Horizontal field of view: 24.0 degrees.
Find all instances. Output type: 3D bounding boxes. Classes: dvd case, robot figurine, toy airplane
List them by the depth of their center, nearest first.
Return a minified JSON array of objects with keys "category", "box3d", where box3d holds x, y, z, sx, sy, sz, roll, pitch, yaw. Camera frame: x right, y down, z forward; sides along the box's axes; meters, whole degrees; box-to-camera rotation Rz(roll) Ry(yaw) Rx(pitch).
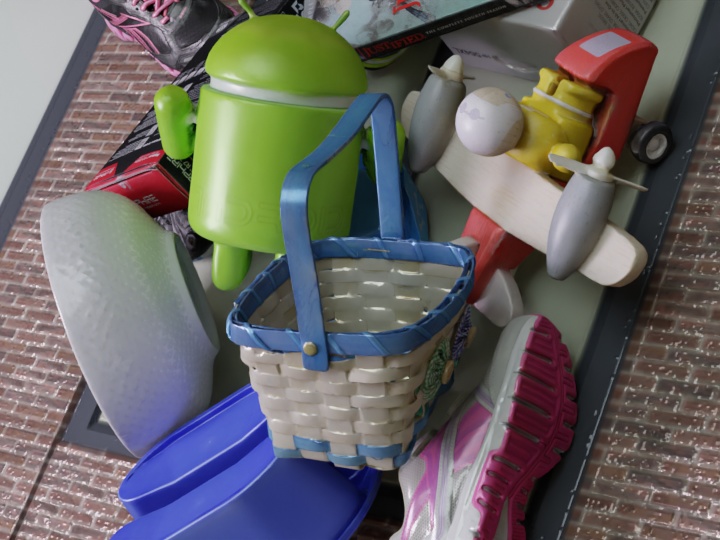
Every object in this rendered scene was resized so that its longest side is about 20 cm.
[{"category":"toy airplane","box3d":[0.100,-0.065,1.128,0.199,0.141,0.200,-13,55,32]},{"category":"robot figurine","box3d":[-0.057,-0.085,1.177,0.175,0.116,0.201,8,101,3]},{"category":"dvd case","box3d":[0.046,-0.230,1.241,0.199,0.022,0.147,-15,56,30]}]

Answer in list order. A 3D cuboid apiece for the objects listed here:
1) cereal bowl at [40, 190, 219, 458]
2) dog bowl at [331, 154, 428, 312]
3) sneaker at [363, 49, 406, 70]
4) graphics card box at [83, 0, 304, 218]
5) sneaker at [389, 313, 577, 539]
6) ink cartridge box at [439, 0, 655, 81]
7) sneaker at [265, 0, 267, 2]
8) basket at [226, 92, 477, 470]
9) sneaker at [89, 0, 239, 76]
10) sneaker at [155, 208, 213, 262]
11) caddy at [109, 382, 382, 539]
[{"category":"cereal bowl","box3d":[-0.157,0.031,1.242,0.083,0.200,0.201,-20,49,1]},{"category":"dog bowl","box3d":[0.000,0.000,1.230,0.111,0.050,0.201,-22,51,26]},{"category":"sneaker","box3d":[0.060,-0.240,1.307,0.200,0.074,0.081,-57,12,2]},{"category":"graphics card box","box3d":[-0.117,-0.126,1.317,0.125,0.051,0.200,-13,37,55]},{"category":"sneaker","box3d":[0.070,0.117,1.076,0.088,0.081,0.201,9,68,39]},{"category":"ink cartridge box","box3d":[0.152,-0.245,1.245,0.146,0.084,0.201,18,74,43]},{"category":"sneaker","box3d":[-0.003,-0.264,1.396,0.090,0.070,0.201,15,77,37]},{"category":"basket","box3d":[-0.002,0.006,1.052,0.138,0.201,0.176,-1,25,22]},{"category":"sneaker","box3d":[-0.188,-0.236,1.500,0.200,0.095,0.079,26,78,43]},{"category":"sneaker","box3d":[-0.096,-0.062,1.345,0.200,0.072,0.072,-32,75,34]},{"category":"caddy","box3d":[-0.077,0.165,1.148,0.200,0.105,0.142,-32,24,20]}]
